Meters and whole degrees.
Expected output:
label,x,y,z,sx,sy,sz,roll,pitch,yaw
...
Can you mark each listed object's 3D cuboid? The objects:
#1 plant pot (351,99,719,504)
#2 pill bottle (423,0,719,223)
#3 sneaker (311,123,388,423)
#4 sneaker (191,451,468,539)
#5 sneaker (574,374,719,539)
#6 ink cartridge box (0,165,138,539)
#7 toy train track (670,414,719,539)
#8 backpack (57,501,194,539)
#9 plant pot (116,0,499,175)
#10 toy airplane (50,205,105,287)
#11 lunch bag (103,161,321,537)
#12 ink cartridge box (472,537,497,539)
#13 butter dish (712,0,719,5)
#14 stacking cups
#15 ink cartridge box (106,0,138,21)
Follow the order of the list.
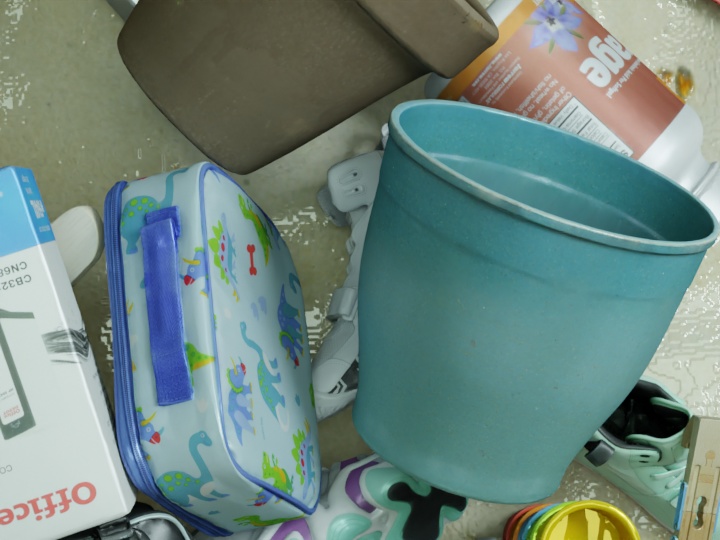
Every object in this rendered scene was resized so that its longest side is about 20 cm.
label,x,y,z,sx,sy,sz,roll,pitch,yaw
plant pot,0.083,0.024,1.143,0.199,0.200,0.189,18,109,-2
pill bottle,0.148,-0.091,1.261,0.200,0.112,0.112,42,82,1
sneaker,0.000,0.000,1.259,0.115,0.075,0.200,43,77,2
sneaker,-0.031,0.139,1.227,0.200,0.140,0.078,-33,130,-25
sneaker,0.211,0.127,1.237,0.200,0.118,0.074,26,80,-2
ink cartridge box,-0.221,0.059,1.068,0.145,0.084,0.201,-19,92,-4
toy train track,0.193,0.186,1.190,0.114,0.033,0.201,7,97,-21
backpack,-0.162,0.250,1.123,0.177,0.150,0.201,-19,91,-22
plant pot,-0.045,-0.153,1.144,0.175,0.200,0.200,-42,88,9
toy airplane,-0.255,0.044,1.161,0.198,0.141,0.201,10,80,32
lunch bag,-0.089,0.046,1.145,0.082,0.161,0.201,-14,68,15
ink cartridge box,0.010,0.257,1.229,0.199,0.068,0.116,-20,85,-6
butter dish,0.260,-0.293,1.277,0.200,0.148,0.200,33,82,-1
stacking cups,0.116,0.165,1.182,0.060,0.200,0.061,1,86,-7
ink cartridge box,-0.069,-0.223,1.272,0.200,0.086,0.147,-42,89,-9
